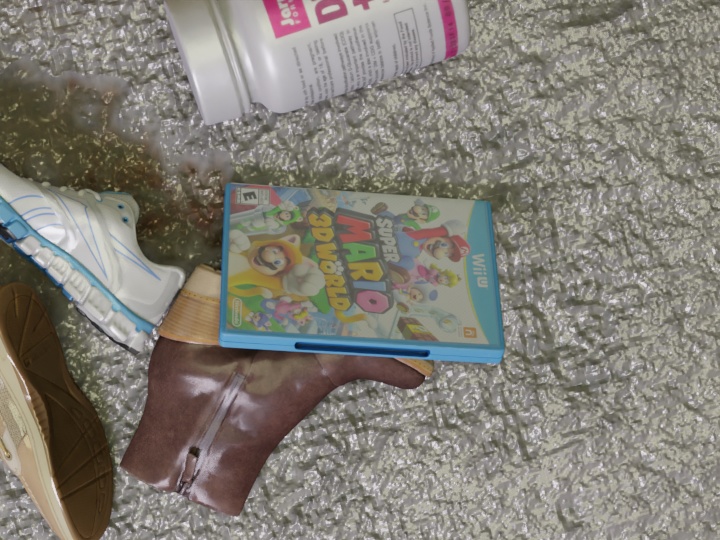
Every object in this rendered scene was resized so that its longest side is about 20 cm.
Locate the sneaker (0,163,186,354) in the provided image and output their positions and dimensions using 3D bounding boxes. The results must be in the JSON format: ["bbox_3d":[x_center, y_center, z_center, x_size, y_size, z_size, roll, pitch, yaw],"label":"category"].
[{"bbox_3d":[-0.209,-0.036,1.190,0.200,0.075,0.087,44,78,-11],"label":"sneaker"}]

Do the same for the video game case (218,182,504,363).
[{"bbox_3d":[0.000,0.000,1.187,0.199,0.018,0.144,4,49,-7],"label":"video game case"}]

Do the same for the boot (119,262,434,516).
[{"bbox_3d":[-0.061,0.100,1.205,0.199,0.072,0.167,19,93,-1],"label":"boot"}]

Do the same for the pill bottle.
[{"bbox_3d":[-0.031,-0.179,1.178,0.199,0.113,0.114,-20,92,-5],"label":"pill bottle"}]

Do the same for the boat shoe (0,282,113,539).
[{"bbox_3d":[-0.237,0.107,1.188,0.064,0.071,0.201,-12,101,29],"label":"boat shoe"}]
